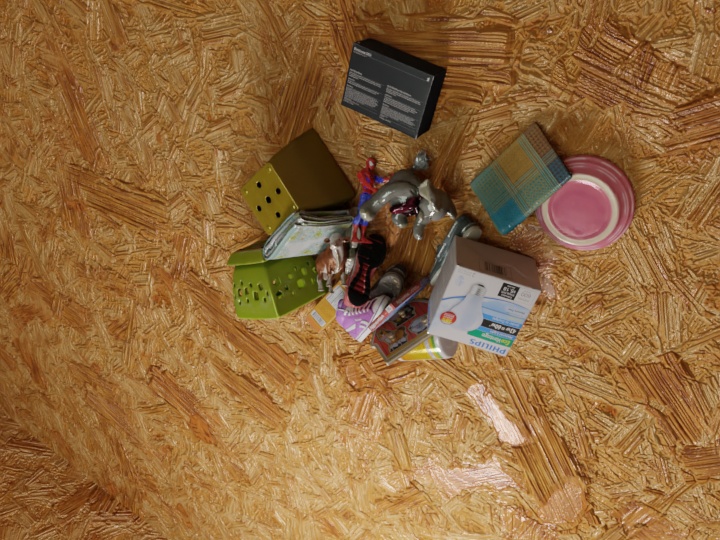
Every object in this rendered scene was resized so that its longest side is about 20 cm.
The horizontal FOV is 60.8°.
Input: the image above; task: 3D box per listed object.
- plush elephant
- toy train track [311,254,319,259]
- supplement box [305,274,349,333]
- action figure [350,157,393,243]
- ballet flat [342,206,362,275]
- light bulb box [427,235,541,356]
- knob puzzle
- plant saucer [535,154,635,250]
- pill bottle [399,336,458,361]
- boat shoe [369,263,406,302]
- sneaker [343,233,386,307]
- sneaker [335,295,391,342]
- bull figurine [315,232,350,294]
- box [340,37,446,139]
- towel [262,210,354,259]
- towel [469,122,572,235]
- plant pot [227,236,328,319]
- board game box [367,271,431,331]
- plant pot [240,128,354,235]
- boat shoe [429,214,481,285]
[{"bbox_3d":[0.130,-0.146,1.369,0.201,0.164,0.155,-53,55,16],"label":"plush elephant"},{"bbox_3d":[-0.082,-0.087,1.622,0.115,0.032,0.200,49,129,1],"label":"toy train track"},{"bbox_3d":[-0.070,0.089,1.687,0.069,0.066,0.200,49,130,3],"label":"supplement box"},{"bbox_3d":[0.034,-0.166,1.457,0.098,0.065,0.203,5,93,34],"label":"action figure"},{"bbox_3d":[-0.024,-0.064,1.563,0.071,0.072,0.202,21,125,21],"label":"ballet flat"},{"bbox_3d":[0.270,0.059,1.375,0.195,0.125,0.202,16,125,-2],"label":"light bulb box"},{"bbox_3d":[0.104,0.128,1.522,0.217,0.221,0.031,-11,124,36],"label":"knob puzzle"},{"bbox_3d":[0.449,-0.130,1.245,0.198,0.051,0.203,15,121,25],"label":"plant saucer"},{"bbox_3d":[0.140,0.173,1.566,0.198,0.111,0.112,-10,109,36],"label":"pill bottle"},{"bbox_3d":[0.068,0.051,1.575,0.074,0.074,0.200,40,143,-2],"label":"boat shoe"},{"bbox_3d":[0.000,0.000,1.535,0.073,0.202,0.087,27,161,-14],"label":"sneaker"},{"bbox_3d":[-0.004,0.103,1.561,0.114,0.073,0.201,38,139,1],"label":"sneaker"},{"bbox_3d":[-0.070,-0.015,1.525,0.200,0.064,0.123,139,132,-72],"label":"bull figurine"},{"bbox_3d":[0.069,-0.397,1.329,0.198,0.079,0.142,29,130,17],"label":"box"},{"bbox_3d":[-0.129,-0.085,1.507,0.200,0.169,0.049,-38,64,48],"label":"towel"},{"bbox_3d":[0.330,-0.187,1.278,0.200,0.022,0.148,-45,63,39],"label":"towel"},{"bbox_3d":[-0.233,0.011,1.657,0.198,0.198,0.184,-3,107,45],"label":"plant pot"},{"bbox_3d":[0.101,0.073,1.480,0.019,0.199,0.103,48,130,8],"label":"board game box"},{"bbox_3d":[-0.173,-0.199,1.518,0.199,0.176,0.201,-32,91,39],"label":"plant pot"},{"bbox_3d":[0.213,-0.046,1.443,0.062,0.072,0.201,57,137,29],"label":"boat shoe"}]
